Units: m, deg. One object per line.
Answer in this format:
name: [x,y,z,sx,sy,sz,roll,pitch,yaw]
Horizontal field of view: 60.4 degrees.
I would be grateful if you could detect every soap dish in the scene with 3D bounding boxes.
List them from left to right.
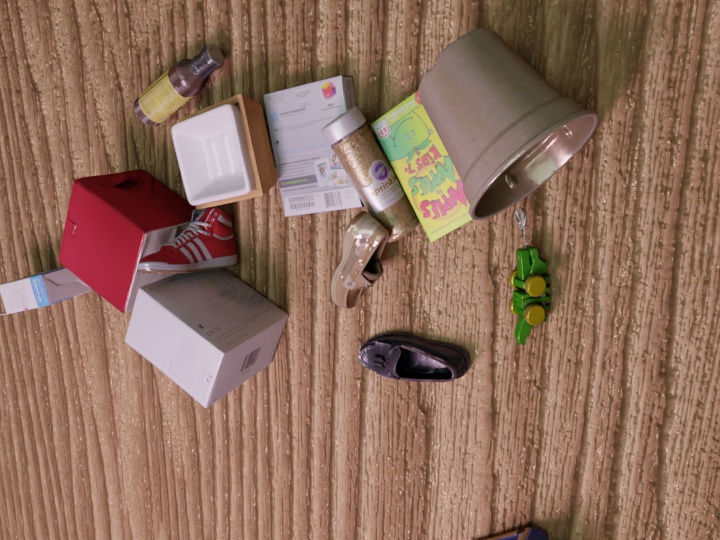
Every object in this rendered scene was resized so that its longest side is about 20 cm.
soap dish: [-0.231,-0.198,1.055,0.197,0.080,0.162,-4,102,43]

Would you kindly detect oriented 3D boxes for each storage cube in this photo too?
storage cube: [-0.426,-0.062,1.162,0.178,0.170,0.203,33,116,15]

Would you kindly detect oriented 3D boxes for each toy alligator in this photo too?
toy alligator: [0.252,0.008,0.901,0.053,0.059,0.206,-6,103,-15]

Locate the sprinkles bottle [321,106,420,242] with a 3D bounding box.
sprinkles bottle: [0.017,-0.145,0.947,0.067,0.068,0.203,-24,105,29]

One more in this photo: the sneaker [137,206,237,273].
sneaker: [-0.304,-0.055,1.091,0.070,0.198,0.116,4,99,39]

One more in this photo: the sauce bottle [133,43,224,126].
sauce bottle: [-0.321,-0.328,1.097,0.197,0.064,0.066,-24,92,31]

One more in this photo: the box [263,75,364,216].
box: [-0.072,-0.200,1.017,0.152,0.041,0.205,-5,102,27]

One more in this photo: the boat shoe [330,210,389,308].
boat shoe: [0.000,0.000,0.985,0.064,0.071,0.202,34,142,18]

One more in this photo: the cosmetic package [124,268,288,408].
cosmetic package: [-0.271,0.102,1.109,0.197,0.199,0.125,31,116,15]

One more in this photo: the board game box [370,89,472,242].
board game box: [0.107,-0.158,0.932,0.100,0.047,0.203,-27,90,30]

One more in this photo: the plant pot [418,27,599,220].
plant pot: [0.177,-0.203,0.819,0.200,0.199,0.186,-42,72,29]

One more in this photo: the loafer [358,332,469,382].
loafer: [0.079,0.147,1.018,0.195,0.063,0.074,2,104,27]

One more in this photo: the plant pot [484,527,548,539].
plant pot: [0.232,0.538,0.972,0.198,0.199,0.183,-31,84,30]

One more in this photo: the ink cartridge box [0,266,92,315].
ink cartridge box: [-0.707,0.041,1.366,0.196,0.115,0.070,-11,99,29]
